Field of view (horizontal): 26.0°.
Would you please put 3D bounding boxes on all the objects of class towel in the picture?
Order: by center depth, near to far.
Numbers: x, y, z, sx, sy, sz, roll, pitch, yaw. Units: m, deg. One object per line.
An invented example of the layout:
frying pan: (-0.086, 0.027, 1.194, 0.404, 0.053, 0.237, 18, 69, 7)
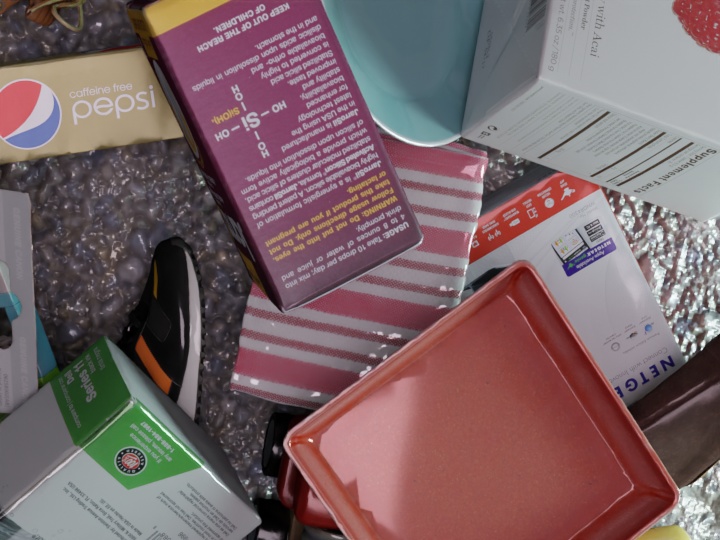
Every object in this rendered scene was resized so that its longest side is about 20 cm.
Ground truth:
towel: (0.000, 0.000, 1.070, 0.145, 0.030, 0.202, 12, 83, 5)

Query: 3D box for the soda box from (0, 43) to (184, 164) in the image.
soda box: (-0.192, -0.112, 1.040, 0.198, 0.068, 0.065, -9, 102, -8)

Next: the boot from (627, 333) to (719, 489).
boot: (0.220, 0.105, 1.089, 0.165, 0.201, 0.073, -20, 60, -23)

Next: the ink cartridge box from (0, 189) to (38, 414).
ink cartridge box: (-0.297, 0.004, 1.003, 0.198, 0.057, 0.164, 5, 116, 4)

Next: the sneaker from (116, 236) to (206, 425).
sneaker: (-0.157, 0.076, 1.077, 0.089, 0.070, 0.202, 3, 101, -13)

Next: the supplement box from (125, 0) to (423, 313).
supplement box: (-0.056, -0.093, 0.969, 0.103, 0.131, 0.201, -27, 104, -8)

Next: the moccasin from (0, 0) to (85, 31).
moccasin: (-0.216, -0.189, 1.020, 0.200, 0.074, 0.078, -27, 109, -6)

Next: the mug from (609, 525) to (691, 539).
mug: (0.187, 0.265, 1.122, 0.152, 0.187, 0.151, -12, 82, -16)

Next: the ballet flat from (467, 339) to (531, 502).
ballet flat: (0.092, 0.123, 1.079, 0.063, 0.076, 0.201, 22, 98, -20)

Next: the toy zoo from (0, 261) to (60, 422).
toy zoo: (-0.273, 0.026, 1.031, 0.130, 0.020, 0.202, -9, 108, 29)

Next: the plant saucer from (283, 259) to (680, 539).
plant saucer: (0.079, 0.128, 1.021, 0.199, 0.037, 0.200, -36, 100, -9)

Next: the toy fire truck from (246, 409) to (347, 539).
toy fire truck: (-0.035, 0.198, 1.053, 0.127, 0.200, 0.178, 11, 98, -12)

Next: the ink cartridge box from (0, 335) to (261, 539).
ink cartridge box: (-0.188, 0.165, 1.001, 0.200, 0.083, 0.147, -39, 127, 0)

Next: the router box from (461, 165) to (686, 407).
router box: (0.111, 0.041, 1.128, 0.199, 0.049, 0.180, -31, 103, -3)

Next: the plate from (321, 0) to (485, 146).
plate: (0.029, -0.181, 1.038, 0.199, 0.025, 0.202, 6, 82, -49)

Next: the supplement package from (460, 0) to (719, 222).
supplement package: (0.188, -0.130, 1.050, 0.198, 0.120, 0.122, 17, 71, -17)
